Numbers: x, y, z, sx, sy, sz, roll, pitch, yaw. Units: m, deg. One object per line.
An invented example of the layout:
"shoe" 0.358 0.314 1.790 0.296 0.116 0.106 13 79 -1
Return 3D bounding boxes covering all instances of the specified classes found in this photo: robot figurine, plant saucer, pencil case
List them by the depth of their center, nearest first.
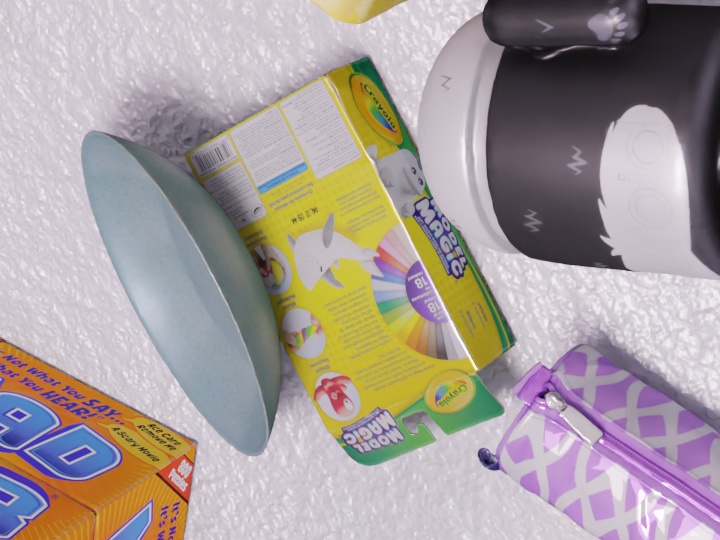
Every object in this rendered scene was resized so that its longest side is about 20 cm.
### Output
"robot figurine" 0.123 -0.063 0.950 0.199 0.125 0.151 7 108 33
"pencil case" 0.161 0.113 1.021 0.199 0.084 0.086 32 162 18
"plant saucer" -0.090 0.006 1.145 0.201 0.039 0.202 52 159 29

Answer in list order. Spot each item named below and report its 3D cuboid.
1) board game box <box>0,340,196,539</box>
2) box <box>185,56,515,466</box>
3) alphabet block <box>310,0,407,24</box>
"board game box" -0.247 0.185 1.263 0.199 0.200 0.201 25 122 24
"box" 0.000 0.000 1.111 0.117 0.048 0.201 -24 92 39
"alphabet block" 0.011 -0.258 0.895 0.195 0.196 0.201 40 127 15
